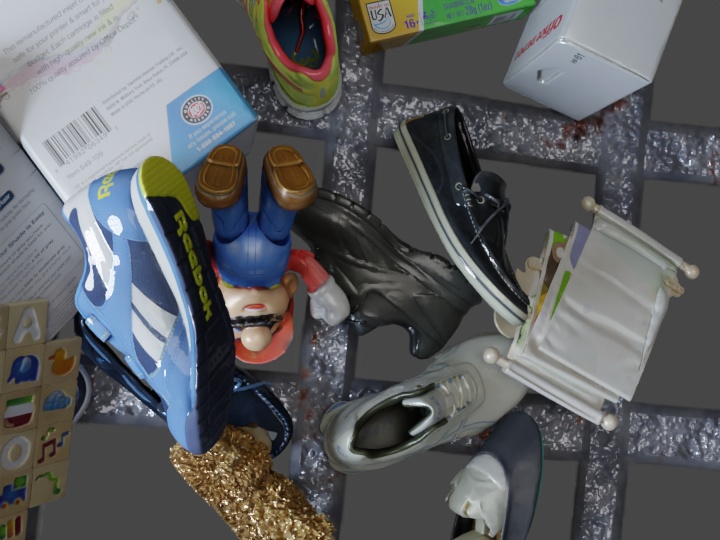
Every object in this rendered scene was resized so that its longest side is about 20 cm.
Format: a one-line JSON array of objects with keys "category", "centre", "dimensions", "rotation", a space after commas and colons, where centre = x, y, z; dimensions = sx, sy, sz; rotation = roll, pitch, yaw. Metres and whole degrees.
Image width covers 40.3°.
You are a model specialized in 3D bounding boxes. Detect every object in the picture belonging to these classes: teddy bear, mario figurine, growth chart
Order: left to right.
[{"category": "mario figurine", "centre": [-0.075, 0.007, 0.730], "dimensions": [0.123, 0.201, 0.106], "rotation": [27, 53, 15]}, {"category": "teddy bear", "centre": [-0.056, 0.188, 0.735], "dimensions": [0.067, 0.145, 0.200], "rotation": [-41, 78, -11]}, {"category": "growth chart", "centre": [0.194, 0.030, 0.824], "dimensions": [0.144, 0.018, 0.201], "rotation": [36, 64, -3]}]

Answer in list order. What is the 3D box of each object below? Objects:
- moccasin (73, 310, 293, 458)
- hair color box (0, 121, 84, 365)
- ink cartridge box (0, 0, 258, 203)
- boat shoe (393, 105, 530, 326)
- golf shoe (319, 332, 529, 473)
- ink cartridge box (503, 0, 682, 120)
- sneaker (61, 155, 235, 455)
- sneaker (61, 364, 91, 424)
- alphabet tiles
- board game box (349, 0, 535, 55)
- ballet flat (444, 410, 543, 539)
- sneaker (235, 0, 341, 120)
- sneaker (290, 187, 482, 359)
[{"category": "moccasin", "centre": [-0.143, 0.093, 0.772], "dimensions": [0.199, 0.068, 0.081], "rotation": [29, 83, -7]}, {"category": "hair color box", "centre": [-0.268, -0.036, 0.685], "dimensions": [0.060, 0.201, 0.100], "rotation": [22, 61, 36]}, {"category": "ink cartridge box", "centre": [-0.195, -0.140, 0.740], "dimensions": [0.146, 0.146, 0.201], "rotation": [-37, 93, -8]}, {"category": "boat shoe", "centre": [0.091, -0.049, 0.786], "dimensions": [0.062, 0.075, 0.201], "rotation": [-30, 65, 15]}, {"category": "golf shoe", "centre": [0.066, 0.110, 0.789], "dimensions": [0.199, 0.097, 0.079], "rotation": [-26, 88, -11]}, {"category": "ink cartridge box", "centre": [0.206, -0.239, 0.806], "dimensions": [0.084, 0.144, 0.202], "rotation": [24, 83, -7]}, {"category": "sneaker", "centre": [-0.138, 0.028, 0.655], "dimensions": [0.081, 0.074, 0.202], "rotation": [-9, 103, 14]}, {"category": "sneaker", "centre": [-0.296, 0.129, 0.727], "dimensions": [0.199, 0.108, 0.071], "rotation": [-27, 91, -9]}, {"category": "alphabet tiles", "centre": [-0.273, 0.120, 0.693], "dimensions": [0.006, 0.166, 0.202], "rotation": [20, 107, 34]}, {"category": "board game box", "centre": [0.050, -0.301, 0.840], "dimensions": [0.151, 0.040, 0.202], "rotation": [-15, 89, -9]}, {"category": "ballet flat", "centre": [0.096, 0.211, 0.789], "dimensions": [0.072, 0.073, 0.202], "rotation": [13, 92, -7]}, {"category": "sneaker", "centre": [-0.063, -0.227, 0.794], "dimensions": [0.078, 0.090, 0.201], "rotation": [-26, 89, -7]}, {"category": "sneaker", "centre": [0.000, 0.000, 0.800], "dimensions": [0.199, 0.076, 0.091], "rotation": [33, 89, -3]}]
